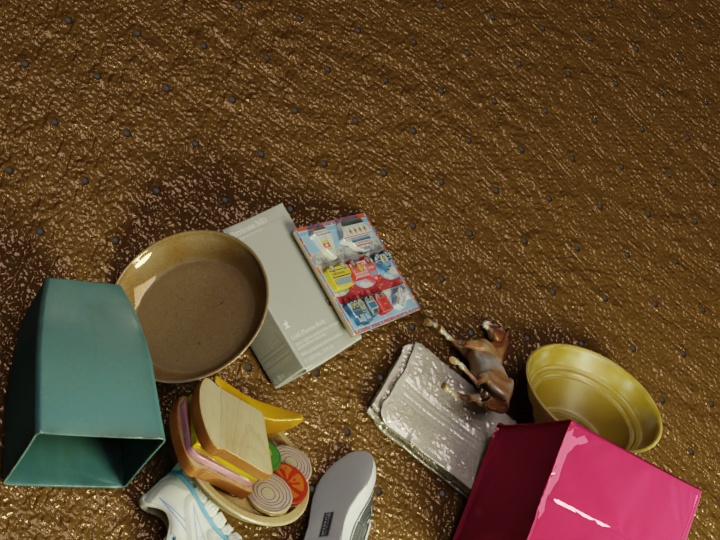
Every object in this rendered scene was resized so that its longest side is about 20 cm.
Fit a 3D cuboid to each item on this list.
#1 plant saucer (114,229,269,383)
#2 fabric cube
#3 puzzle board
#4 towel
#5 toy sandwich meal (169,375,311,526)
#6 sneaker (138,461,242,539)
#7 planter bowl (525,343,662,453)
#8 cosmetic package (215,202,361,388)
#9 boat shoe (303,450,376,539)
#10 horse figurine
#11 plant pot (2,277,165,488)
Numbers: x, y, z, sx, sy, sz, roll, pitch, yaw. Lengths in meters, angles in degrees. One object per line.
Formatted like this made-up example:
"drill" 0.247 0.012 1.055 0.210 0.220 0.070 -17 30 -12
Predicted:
"plant saucer" -0.199 0.047 1.661 0.199 0.035 0.201 -6 60 11
"fabric cube" 0.256 0.311 1.726 0.199 0.196 0.201 28 74 -15
"puzzle board" 0.000 0.000 1.805 0.151 0.017 0.200 61 26 6
"towel" 0.110 0.194 1.824 0.200 0.034 0.133 38 55 -10
"toy sandwich meal" -0.129 0.201 1.619 0.205 0.070 0.206 32 29 -20
"sneaker" -0.177 0.317 1.584 0.086 0.075 0.200 -31 72 -27
"planter bowl" 0.292 0.195 1.879 0.199 0.084 0.201 19 33 -13
"cosmetic package" -0.101 0.030 1.745 0.107 0.090 0.201 -30 88 -38
"boat shoe" -0.019 0.306 1.681 0.201 0.071 0.068 -73 145 -46
"horse figurine" 0.155 0.127 1.841 0.132 0.050 0.200 26 27 -27
"plant pot" -0.312 0.119 1.556 0.141 0.141 0.201 6 58 -28
